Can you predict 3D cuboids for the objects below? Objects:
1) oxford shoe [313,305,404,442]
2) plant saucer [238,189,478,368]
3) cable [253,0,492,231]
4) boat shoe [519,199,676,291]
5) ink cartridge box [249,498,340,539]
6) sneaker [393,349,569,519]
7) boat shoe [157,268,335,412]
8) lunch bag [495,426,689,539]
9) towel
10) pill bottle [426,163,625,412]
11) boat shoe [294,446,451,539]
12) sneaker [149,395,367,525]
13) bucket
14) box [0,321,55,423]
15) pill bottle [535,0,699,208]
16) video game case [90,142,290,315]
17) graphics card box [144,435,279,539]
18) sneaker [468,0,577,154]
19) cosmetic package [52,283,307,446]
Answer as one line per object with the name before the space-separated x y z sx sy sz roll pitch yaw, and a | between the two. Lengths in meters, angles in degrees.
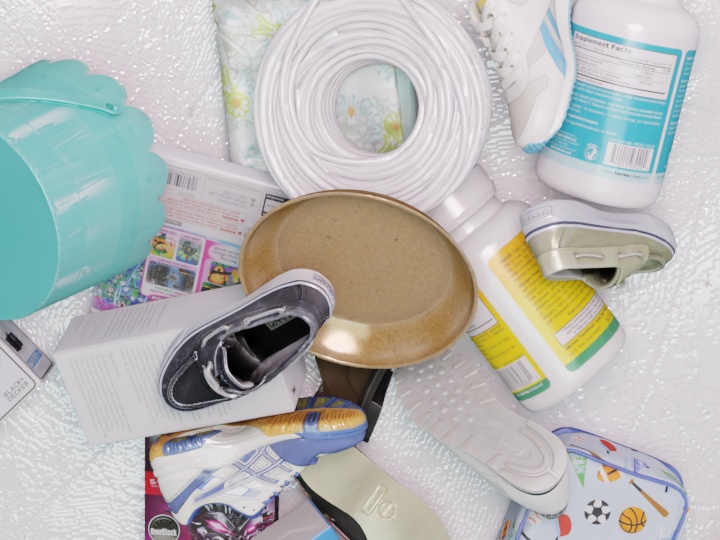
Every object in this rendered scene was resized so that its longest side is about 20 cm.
oxford shoe | -0.003 0.059 1.503 0.084 0.073 0.201 20 117 3
plant saucer | 0.000 0.000 1.394 0.198 0.036 0.201 7 136 7
cable | 0.009 -0.135 1.404 0.200 0.069 0.200 43 101 5
boat shoe | 0.202 -0.013 1.438 0.072 0.199 0.063 -21 71 40
ink cartridge box | -0.038 0.326 1.556 0.116 0.067 0.201 -34 114 -9
sneaker | 0.105 0.146 1.506 0.076 0.081 0.200 -41 56 -11
boat shoe | -0.102 0.073 1.405 0.199 0.068 0.072 -31 112 31
lunch bag | 0.209 0.256 1.558 0.159 0.076 0.201 20 104 -5
towel | -0.035 -0.149 1.477 0.169 0.048 0.202 -4 104 3
pill bottle | 0.129 0.012 1.474 0.113 0.113 0.200 -38 94 11
boat shoe | 0.015 0.223 1.565 0.074 0.063 0.201 -45 99 -8
sneaker | -0.083 0.170 1.501 0.198 0.075 0.089 -12 100 14
bucket | -0.277 -0.065 1.425 0.206 0.135 0.209 14 118 28
box | -0.389 0.059 1.539 0.117 0.060 0.200 -43 99 12
pill bottle | 0.220 -0.161 1.430 0.110 0.111 0.202 12 104 -1
video game case | -0.130 -0.014 1.502 0.198 0.024 0.183 15 123 -2
graphics card box | -0.138 0.230 1.578 0.124 0.051 0.202 3 106 1
sneaker | 0.131 -0.194 1.409 0.080 0.076 0.202 6 73 -20
cosmetic package | -0.158 0.081 1.506 0.198 0.071 0.102 -10 116 14
